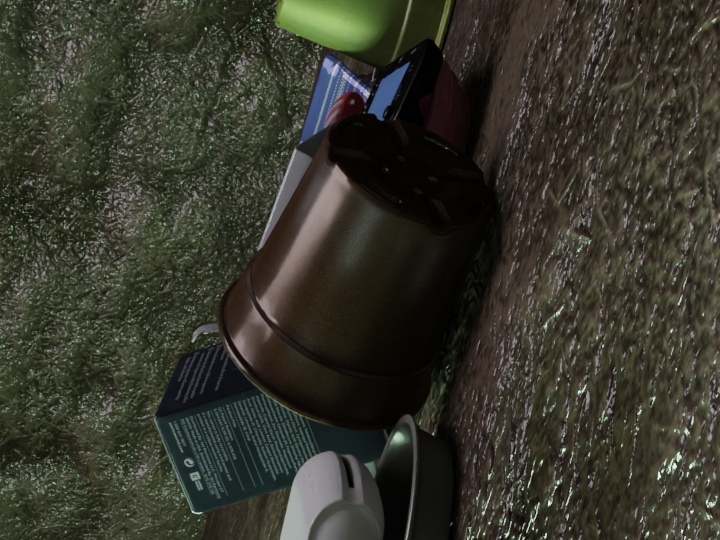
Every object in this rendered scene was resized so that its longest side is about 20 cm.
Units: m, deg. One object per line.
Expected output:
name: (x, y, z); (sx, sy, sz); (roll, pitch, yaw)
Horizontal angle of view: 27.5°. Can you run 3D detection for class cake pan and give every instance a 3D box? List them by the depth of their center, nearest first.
cake pan: (0.033, 0.216, 1.170); (0.200, 0.036, 0.202); (-168, 90, -82)

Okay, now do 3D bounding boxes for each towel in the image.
towel: (0.000, -0.142, 1.693); (0.200, 0.024, 0.146); (45, 130, 38)

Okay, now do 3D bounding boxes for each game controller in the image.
game controller: (0.029, -0.160, 1.402); (0.200, 0.042, 0.105); (174, 112, -77)

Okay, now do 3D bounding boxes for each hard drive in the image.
hard drive: (-0.064, -0.035, 1.388); (0.201, 0.027, 0.132); (-68, -10, 22)

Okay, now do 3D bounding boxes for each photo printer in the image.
photo printer: (-0.033, 0.250, 1.197); (0.166, 0.069, 0.202); (-135, 57, -81)

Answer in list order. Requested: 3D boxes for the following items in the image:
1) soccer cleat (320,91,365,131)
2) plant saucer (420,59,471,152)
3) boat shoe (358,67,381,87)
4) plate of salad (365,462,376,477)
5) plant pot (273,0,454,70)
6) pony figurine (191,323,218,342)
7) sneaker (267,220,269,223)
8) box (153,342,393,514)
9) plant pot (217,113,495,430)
soccer cleat: (-0.038, -0.096, 1.519); (0.067, 0.076, 0.202); (40, -127, -49)
plant saucer: (0.056, -0.105, 1.423); (0.200, 0.050, 0.202); (-163, 90, -79)
boat shoe: (0.027, -0.176, 1.775); (0.060, 0.074, 0.201); (-33, 35, 20)
plate of salad: (-0.015, 0.272, 1.414); (0.200, 0.048, 0.202); (-162, 90, -74)
plant pot: (0.002, -0.322, 1.712); (0.200, 0.188, 0.202); (-168, 90, -83)
pony figurine: (-0.089, 0.072, 1.777); (0.167, 0.192, 0.201); (-121, 43, -54)
sneaker: (-0.038, -0.032, 1.715); (0.078, 0.091, 0.200); (-42, 30, -13)
box: (-0.074, 0.124, 1.384); (0.149, 0.199, 0.108); (-79, -31, -70)
plant pot: (0.005, -0.008, 1.222); (0.201, 0.199, 0.199); (-88, 20, -55)
